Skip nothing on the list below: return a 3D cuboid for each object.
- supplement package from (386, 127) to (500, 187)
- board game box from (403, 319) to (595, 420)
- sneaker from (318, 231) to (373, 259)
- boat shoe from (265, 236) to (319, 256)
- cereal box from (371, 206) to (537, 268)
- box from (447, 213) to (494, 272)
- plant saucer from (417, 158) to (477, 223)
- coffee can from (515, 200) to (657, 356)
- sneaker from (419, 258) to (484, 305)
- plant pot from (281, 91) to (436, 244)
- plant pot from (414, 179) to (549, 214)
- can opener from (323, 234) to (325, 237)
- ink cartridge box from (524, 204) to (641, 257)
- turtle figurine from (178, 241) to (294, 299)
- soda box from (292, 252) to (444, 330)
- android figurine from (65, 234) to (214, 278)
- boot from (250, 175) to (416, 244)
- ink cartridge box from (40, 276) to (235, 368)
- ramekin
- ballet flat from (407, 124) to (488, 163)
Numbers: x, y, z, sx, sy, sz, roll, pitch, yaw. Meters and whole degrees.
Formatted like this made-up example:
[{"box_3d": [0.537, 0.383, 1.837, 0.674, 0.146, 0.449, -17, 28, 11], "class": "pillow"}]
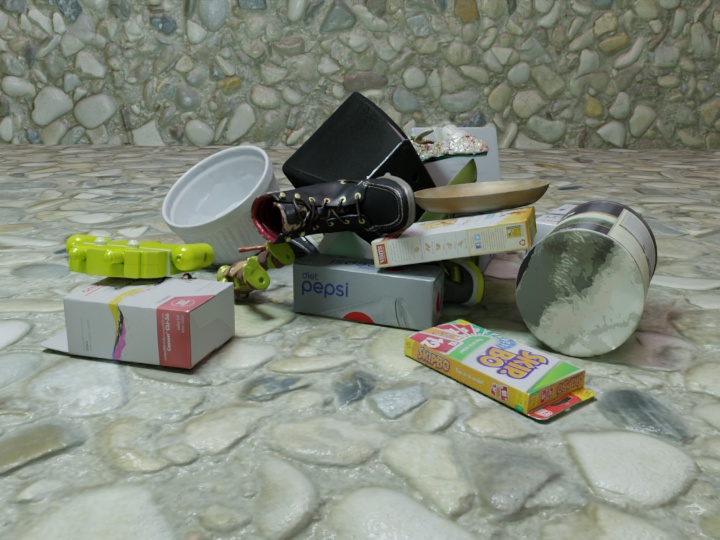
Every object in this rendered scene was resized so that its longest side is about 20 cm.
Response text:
[{"box_3d": [0.166, -0.202, 1.414, 0.186, 0.152, 0.200, -3, -5, -17], "class": "supplement package"}, {"box_3d": [0.144, 0.100, 0.717, 0.094, 0.031, 0.198, -12, 23, -36], "class": "board game box"}, {"box_3d": [0.000, 0.000, 1.010, 0.118, 0.074, 0.200, 43, 0, 7], "class": "sneaker"}, {"box_3d": [-0.145, -0.054, 1.156, 0.197, 0.074, 0.061, 27, 71, 36], "class": "boat shoe"}, {"box_3d": [0.125, -0.045, 0.867, 0.194, 0.041, 0.144, -7, 10, 19], "class": "cereal box"}, {"box_3d": [0.190, -0.064, 1.117, 0.058, 0.120, 0.200, 9, 17, 18], "class": "box"}, {"box_3d": [0.151, -0.112, 1.208, 0.031, 0.202, 0.200, 39, 25, 6], "class": "plant saucer"}, {"box_3d": [0.287, 0.002, 0.836, 0.143, 0.151, 0.199, 9, 18, 25], "class": "coffee can"}, {"box_3d": [0.085, -0.005, 0.958, 0.083, 0.077, 0.198, -1, 14, -40], "class": "sneaker"}, {"box_3d": [0.018, -0.156, 1.165, 0.200, 0.201, 0.176, -46, 38, -10], "class": "plant pot"}, {"box_3d": [0.170, -0.105, 0.956, 0.194, 0.028, 0.200, -6, 12, 1], "class": "plant pot"}, {"box_3d": [-0.053, -0.072, 1.096, 0.064, 0.054, 0.200, 10, -10, -1], "class": "can opener"}, {"box_3d": [0.379, -0.050, 1.133, 0.143, 0.087, 0.198, 11, 18, 32], "class": "ink cartridge box"}, {"box_3d": [-0.167, 0.009, 0.917, 0.198, 0.066, 0.160, -28, 10, -36], "class": "turtle figurine"}, {"box_3d": [0.010, 0.026, 0.880, 0.194, 0.070, 0.063, 7, 18, 19], "class": "soda box"}, {"box_3d": [-0.280, -0.019, 0.840, 0.177, 0.042, 0.200, 5, 4, 14], "class": "android figurine"}, {"box_3d": [-0.037, -0.075, 0.841, 0.148, 0.075, 0.198, -14, 18, -32], "class": "boot"}, {"box_3d": [-0.257, 0.051, 0.775, 0.194, 0.070, 0.116, 4, 15, 14], "class": "ink cartridge box"}, {"box_3d": [-0.218, -0.103, 1.113, 0.195, 0.106, 0.203, -15, 41, 14], "class": "ramekin"}, {"box_3d": [0.146, -0.227, 1.206, 0.074, 0.066, 0.197, -14, 10, -38], "class": "ballet flat"}]
